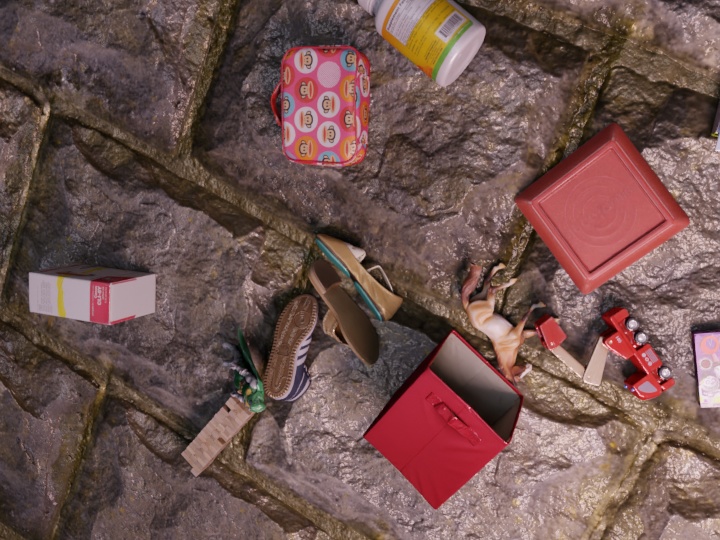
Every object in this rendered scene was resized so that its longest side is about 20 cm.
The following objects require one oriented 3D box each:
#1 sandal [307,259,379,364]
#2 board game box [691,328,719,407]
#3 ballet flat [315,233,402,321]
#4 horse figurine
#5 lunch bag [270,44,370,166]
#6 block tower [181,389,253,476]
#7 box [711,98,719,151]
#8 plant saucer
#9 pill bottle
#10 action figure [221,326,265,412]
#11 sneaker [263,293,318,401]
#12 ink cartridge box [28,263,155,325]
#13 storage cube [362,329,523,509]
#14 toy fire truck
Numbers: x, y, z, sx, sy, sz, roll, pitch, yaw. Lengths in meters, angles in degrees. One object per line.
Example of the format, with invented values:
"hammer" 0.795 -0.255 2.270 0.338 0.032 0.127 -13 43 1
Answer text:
"sandal" -0.043 0.087 1.149 0.069 0.077 0.214 -38 79 39
"board game box" 0.622 0.145 0.956 0.196 0.032 0.122 -7 92 19
"ballet flat" 0.000 0.000 1.126 0.063 0.069 0.201 -39 87 -9
"horse figurine" 0.238 0.078 1.058 0.200 0.050 0.133 45 103 4
"lunch bag" -0.074 -0.284 1.088 0.173 0.082 0.204 6 100 18
"block tower" -0.283 0.324 1.260 0.058 0.054 0.201 42 107 8
"box" 0.590 -0.264 0.894 0.120 0.048 0.204 12 102 17
"plant saucer" 0.381 -0.095 0.994 0.199 0.037 0.201 -38 85 19
"pill bottle" 0.093 -0.402 1.001 0.200 0.111 0.111 42 108 8
"action figure" -0.215 0.202 1.157 0.054 0.200 0.120 -5 113 -25
"sneaker" -0.120 0.151 1.182 0.069 0.109 0.203 12 72 18
"ink cartridge box" -0.536 0.044 1.251 0.196 0.145 0.085 6 99 17
"storage cube" 0.142 0.242 1.040 0.171 0.200 0.180 42 114 7
"toy fire truck" 0.388 0.134 0.999 0.140 0.049 0.202 -34 87 3
